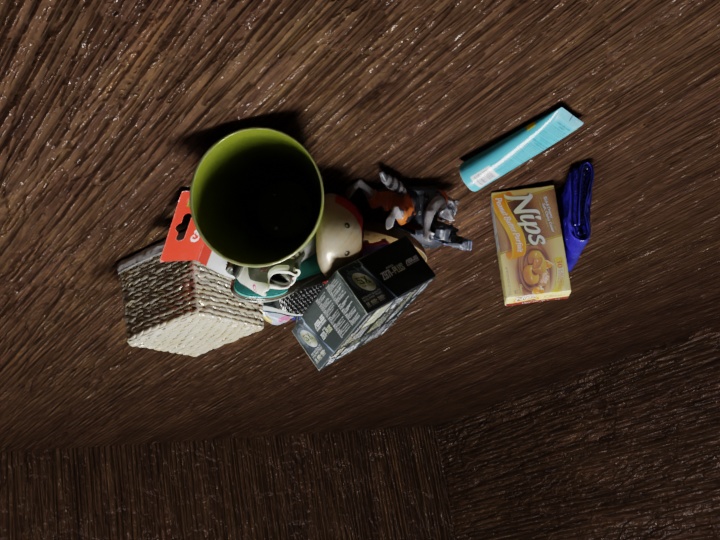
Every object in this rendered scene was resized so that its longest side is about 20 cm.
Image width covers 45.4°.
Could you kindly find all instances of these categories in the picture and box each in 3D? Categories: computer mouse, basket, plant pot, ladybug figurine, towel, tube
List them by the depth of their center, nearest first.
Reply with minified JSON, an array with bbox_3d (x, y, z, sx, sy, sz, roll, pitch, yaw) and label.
[{"bbox_3d":[-0.131,-0.096,1.254,0.185,0.190,0.200,-12,177,5],"label":"plant pot"},{"bbox_3d":[0.248,-0.191,1.349,0.199,0.051,0.077,-29,158,32],"label":"tube"},{"bbox_3d":[-0.031,-0.056,1.383,0.071,0.138,0.200,-1,-171,1],"label":"ladybug figurine"},{"bbox_3d":[0.026,-0.052,1.558,0.197,0.028,0.200,13,165,3],"label":"plant pot"},{"bbox_3d":[0.380,-0.091,1.558,0.049,0.150,0.200,6,163,7],"label":"towel"},{"bbox_3d":[-0.301,0.045,1.563,0.198,0.163,0.197,-22,157,28],"label":"basket"},{"bbox_3d":[0.083,-0.061,1.651,0.197,0.034,0.059,-1,160,-23],"label":"computer mouse"}]

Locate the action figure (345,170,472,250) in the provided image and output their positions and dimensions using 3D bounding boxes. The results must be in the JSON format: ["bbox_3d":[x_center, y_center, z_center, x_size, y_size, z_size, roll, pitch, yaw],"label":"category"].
[{"bbox_3d":[0.101,-0.103,1.419,0.192,0.106,0.199,-1,-163,-45],"label":"action figure"}]

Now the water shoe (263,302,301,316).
[{"bbox_3d":[-0.181,0.055,1.688,0.198,0.072,0.079,17,167,19],"label":"water shoe"}]

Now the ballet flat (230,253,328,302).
[{"bbox_3d":[-0.129,0.021,1.461,0.198,0.068,0.064,-19,156,-26],"label":"ballet flat"}]

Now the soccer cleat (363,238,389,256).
[{"bbox_3d":[0.000,0.000,1.511,0.066,0.077,0.200,-6,167,-31],"label":"soccer cleat"}]

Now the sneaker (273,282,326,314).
[{"bbox_3d":[-0.097,0.020,1.623,0.199,0.071,0.093,-27,-149,-35],"label":"sneaker"}]

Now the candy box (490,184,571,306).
[{"bbox_3d":[0.302,-0.045,1.540,0.114,0.203,0.055,-6,162,3],"label":"candy box"}]

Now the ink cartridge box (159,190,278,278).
[{"bbox_3d":[-0.211,-0.055,1.407,0.198,0.050,0.163,-2,138,-33],"label":"ink cartridge box"}]

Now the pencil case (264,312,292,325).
[{"bbox_3d":[-0.129,0.044,1.765,0.090,0.084,0.199,14,149,-43],"label":"pencil case"}]

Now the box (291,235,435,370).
[{"bbox_3d":[0.003,0.054,1.399,0.163,0.086,0.200,-27,164,-38],"label":"box"}]

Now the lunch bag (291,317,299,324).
[{"bbox_3d":[-0.077,0.092,1.951,0.158,0.077,0.200,-4,159,-10],"label":"lunch bag"}]

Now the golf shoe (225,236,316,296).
[{"bbox_3d":[-0.124,-0.010,1.381,0.199,0.088,0.078,-23,151,-47],"label":"golf shoe"}]
